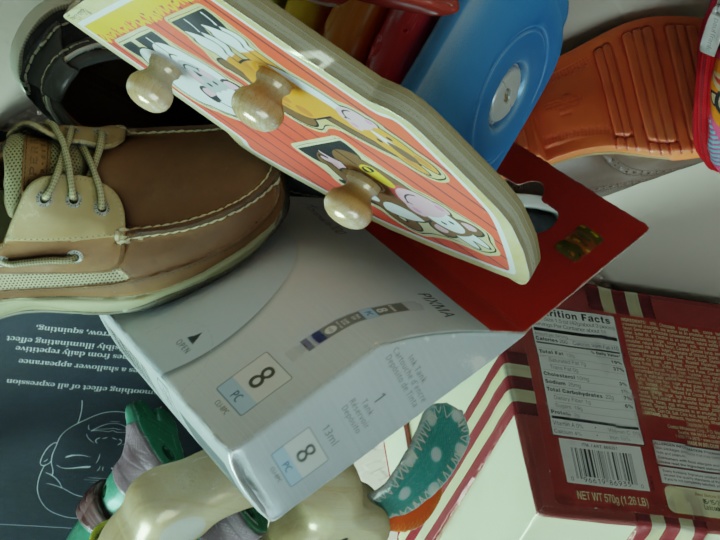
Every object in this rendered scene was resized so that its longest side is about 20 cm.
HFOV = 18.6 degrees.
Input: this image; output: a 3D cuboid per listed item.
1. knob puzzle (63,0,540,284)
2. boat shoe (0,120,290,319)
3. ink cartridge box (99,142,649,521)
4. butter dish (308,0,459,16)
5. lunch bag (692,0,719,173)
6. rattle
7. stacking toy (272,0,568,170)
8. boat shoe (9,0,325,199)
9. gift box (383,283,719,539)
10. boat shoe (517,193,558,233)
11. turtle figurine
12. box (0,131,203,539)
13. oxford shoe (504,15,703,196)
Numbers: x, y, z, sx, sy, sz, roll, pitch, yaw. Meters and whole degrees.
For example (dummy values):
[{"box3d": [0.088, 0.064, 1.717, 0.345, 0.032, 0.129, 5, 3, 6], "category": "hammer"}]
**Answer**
[{"box3d": [-0.017, -0.045, 0.829, 0.219, 0.219, 0.031, 41, 76, -42], "category": "knob puzzle"}, {"box3d": [-0.130, -0.025, 0.938, 0.198, 0.076, 0.074, -15, 144, 6], "category": "boat shoe"}, {"box3d": [0.000, 0.000, 0.940, 0.199, 0.160, 0.047, -37, 123, -9], "category": "ink cartridge box"}, {"box3d": [-0.053, -0.201, 0.802, 0.198, 0.200, 0.149, 14, 112, -26], "category": "butter dish"}, {"box3d": [0.233, -0.118, 0.939, 0.199, 0.082, 0.177, -37, 153, -12], "category": "lunch bag"}, {"box3d": [-0.012, 0.144, 0.983, 0.199, 0.143, 0.131, 2, 121, -37], "category": "rattle"}, {"box3d": [-0.021, -0.111, 0.923, 0.199, 0.110, 0.116, 26, 168, 22], "category": "stacking toy"}, {"box3d": [-0.062, -0.065, 1.007, 0.199, 0.068, 0.072, 18, 100, -30], "category": "boat shoe"}, {"box3d": [0.112, 0.137, 1.195, 0.183, 0.201, 0.187, 11, 137, -16], "category": "gift box"}, {"box3d": [0.022, 0.014, 1.095, 0.075, 0.061, 0.199, 15, 153, -41], "category": "boat shoe"}, {"box3d": [-0.147, 0.155, 1.072, 0.199, 0.101, 0.149, -38, 148, 14], "category": "turtle figurine"}, {"box3d": [-0.129, 0.042, 1.100, 0.147, 0.108, 0.201, 5, 137, -18], "category": "box"}, {"box3d": [0.122, -0.071, 1.061, 0.198, 0.072, 0.073, -7, 158, 7], "category": "oxford shoe"}]
